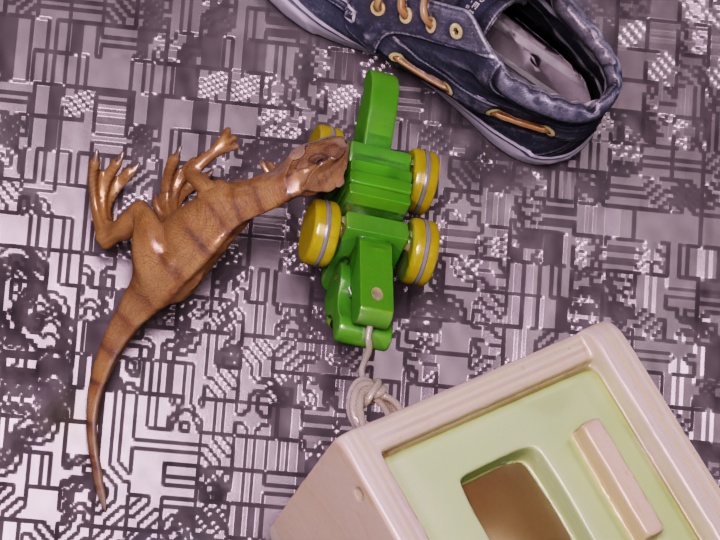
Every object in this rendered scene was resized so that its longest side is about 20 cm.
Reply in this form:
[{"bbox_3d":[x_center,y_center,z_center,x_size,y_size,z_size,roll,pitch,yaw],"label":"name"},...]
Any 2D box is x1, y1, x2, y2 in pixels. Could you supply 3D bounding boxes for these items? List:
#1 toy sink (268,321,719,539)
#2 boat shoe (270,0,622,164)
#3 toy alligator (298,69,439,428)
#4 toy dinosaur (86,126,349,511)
[{"bbox_3d":[0.085,0.111,1.082,0.199,0.112,0.131,-20,70,-30],"label":"toy sink"},{"bbox_3d":[0.034,-0.128,1.168,0.199,0.091,0.071,33,76,-1],"label":"boat shoe"},{"bbox_3d":[0.000,0.000,1.141,0.059,0.054,0.201,11,55,-14],"label":"toy alligator"},{"bbox_3d":[-0.090,-0.003,1.137,0.200,0.060,0.107,-48,44,19],"label":"toy dinosaur"}]
